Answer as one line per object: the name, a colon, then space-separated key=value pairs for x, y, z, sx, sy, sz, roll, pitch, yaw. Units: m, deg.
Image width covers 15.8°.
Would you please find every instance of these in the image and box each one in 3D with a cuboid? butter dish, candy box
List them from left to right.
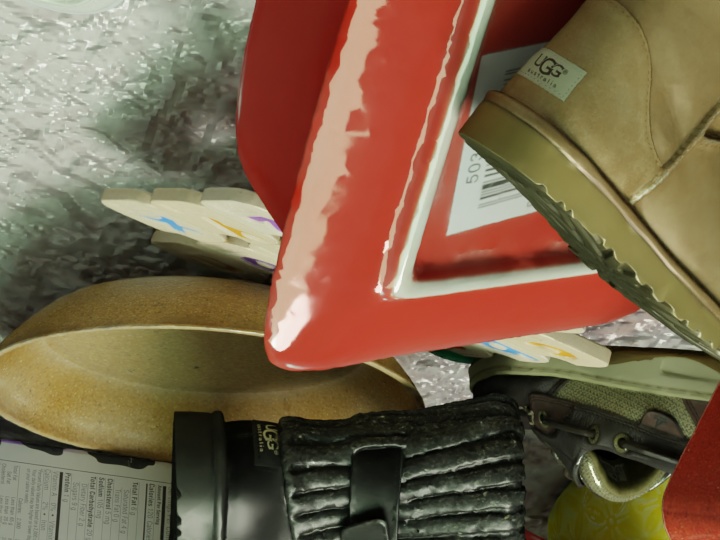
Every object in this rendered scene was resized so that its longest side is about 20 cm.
candy box: x=-0.177 y=0.144 z=1.266 sx=0.199 sy=0.072 sz=0.168 roll=9 pitch=154 yaw=-17
butter dish: x=0.031 y=-0.086 z=0.907 sx=0.199 sy=0.148 sz=0.201 roll=-8 pitch=126 yaw=-41

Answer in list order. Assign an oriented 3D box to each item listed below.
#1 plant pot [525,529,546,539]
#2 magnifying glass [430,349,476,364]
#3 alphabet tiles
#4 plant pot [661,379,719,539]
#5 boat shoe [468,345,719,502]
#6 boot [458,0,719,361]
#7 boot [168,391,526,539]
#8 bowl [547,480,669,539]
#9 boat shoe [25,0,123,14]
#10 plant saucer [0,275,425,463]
plant pot: x=0.063 y=0.239 z=1.259 sx=0.182 sy=0.200 sz=0.201 roll=-43 pitch=148 yaw=-15
magnifying glass: x=0.078 y=-0.016 z=1.115 sx=0.079 sy=0.022 sz=0.200 roll=9 pitch=143 yaw=-17
alphabet tiles: x=0.000 y=0.000 z=1.054 sx=0.195 sy=0.015 sz=0.200 roll=24 pitch=168 yaw=-32
plant pot: x=0.257 y=0.087 z=0.974 sx=0.176 sy=0.200 sz=0.200 roll=2 pitch=136 yaw=39
boat shoe: x=0.109 y=0.067 z=1.115 sx=0.073 sy=0.065 sz=0.200 roll=9 pitch=173 yaw=-28
boot: x=0.142 y=-0.079 z=0.851 sx=0.200 sy=0.066 sz=0.175 roll=-51 pitch=141 yaw=-2
boot: x=-0.006 y=0.143 z=1.149 sx=0.157 sy=0.080 sz=0.212 roll=-1 pitch=133 yaw=-7
bowl: x=0.199 y=0.172 z=1.325 sx=0.199 sy=0.108 sz=0.200 roll=-3 pitch=146 yaw=-2
boat shoe: x=-0.145 y=-0.127 z=0.874 sx=0.074 sy=0.086 sz=0.202 roll=-20 pitch=142 yaw=24
plant saucer: x=-0.070 y=0.043 z=1.148 sx=0.199 sy=0.036 sz=0.200 roll=3 pitch=159 yaw=1
